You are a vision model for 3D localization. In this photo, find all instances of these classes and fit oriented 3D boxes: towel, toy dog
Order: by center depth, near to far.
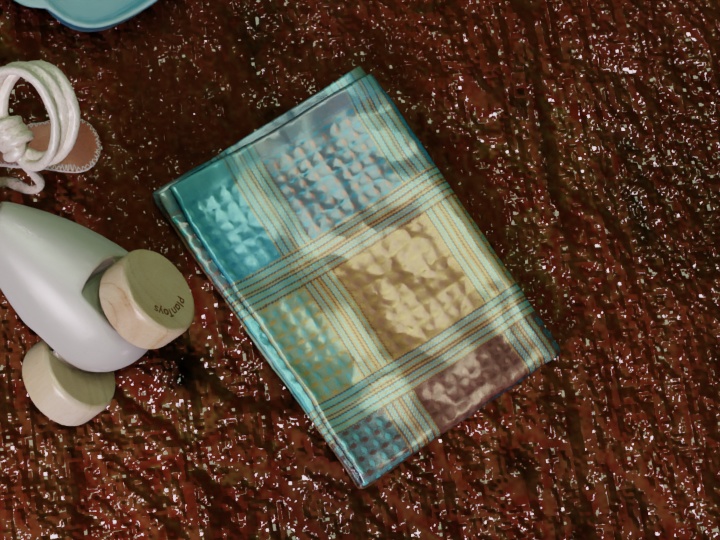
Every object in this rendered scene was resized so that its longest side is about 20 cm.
[{"bbox_3d":[-0.160,-0.024,1.046,0.131,0.096,0.201,-15,108,23],"label":"toy dog"},{"bbox_3d":[0.000,0.000,1.111,0.146,0.022,0.200,-32,81,-18],"label":"towel"}]

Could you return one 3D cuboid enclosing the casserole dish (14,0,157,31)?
[{"bbox_3d":[-0.127,-0.211,1.144,0.200,0.039,0.121,-40,83,-20],"label":"casserole dish"}]
